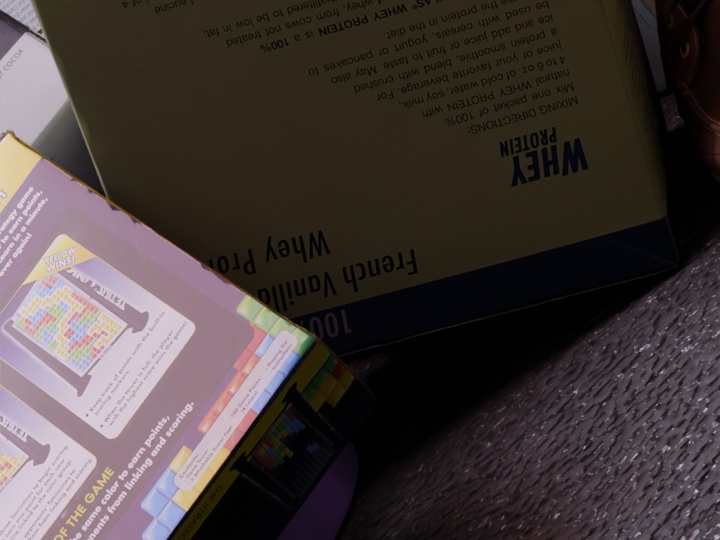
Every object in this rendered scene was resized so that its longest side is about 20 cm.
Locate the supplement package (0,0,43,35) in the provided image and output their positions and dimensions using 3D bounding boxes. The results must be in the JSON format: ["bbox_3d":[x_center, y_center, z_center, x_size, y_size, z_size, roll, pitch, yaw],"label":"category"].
[{"bbox_3d":[-0.171,-0.113,1.502,0.120,0.201,0.121,-36,-11,22],"label":"supplement package"}]

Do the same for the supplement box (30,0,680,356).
[{"bbox_3d":[-0.001,-0.090,0.997,0.199,0.201,0.134,-15,23,11],"label":"supplement box"}]

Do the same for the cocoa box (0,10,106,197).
[{"bbox_3d":[-0.198,-0.008,1.062,0.200,0.131,0.133,-53,-21,-13],"label":"cocoa box"}]

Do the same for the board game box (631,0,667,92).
[{"bbox_3d":[0.131,-0.174,1.165,0.103,0.105,0.200,-20,28,55],"label":"board game box"}]

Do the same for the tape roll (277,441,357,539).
[{"bbox_3d":[-0.095,0.115,1.048,0.200,0.066,0.200,-39,18,15],"label":"tape roll"}]

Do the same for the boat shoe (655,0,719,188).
[{"bbox_3d":[0.139,-0.087,0.993,0.072,0.068,0.200,-38,17,15],"label":"boat shoe"}]

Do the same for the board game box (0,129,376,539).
[{"bbox_3d":[-0.118,0.075,0.902,0.165,0.057,0.200,33,82,35],"label":"board game box"}]
